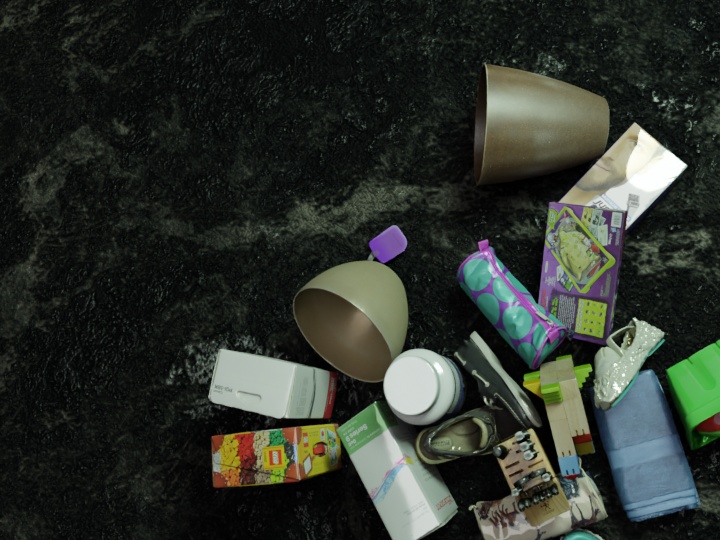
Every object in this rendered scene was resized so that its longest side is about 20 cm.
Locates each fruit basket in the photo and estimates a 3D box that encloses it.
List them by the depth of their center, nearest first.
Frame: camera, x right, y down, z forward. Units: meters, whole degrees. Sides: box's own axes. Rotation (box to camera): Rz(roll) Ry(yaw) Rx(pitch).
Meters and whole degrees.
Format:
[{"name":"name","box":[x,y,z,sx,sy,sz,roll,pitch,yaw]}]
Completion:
[{"name":"fruit basket","box":[0.552,0.199,0.943,0.210,0.156,0.221,-12,60,22]}]

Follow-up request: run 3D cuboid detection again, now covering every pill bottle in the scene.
[{"name":"pill bottle","box":[0.098,0.181,1.054,0.108,0.200,0.115,-3,78,17]}]

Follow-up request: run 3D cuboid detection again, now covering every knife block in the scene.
[{"name":"knife block","box":[0.225,0.257,0.957,0.063,0.201,0.178,-25,114,9]}]

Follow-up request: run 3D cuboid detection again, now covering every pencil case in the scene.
[{"name":"pencil case","box":[0.265,0.362,1.031,0.196,0.078,0.091,-25,61,11]},{"name":"pencil case","box":[0.238,0.053,1.075,0.084,0.094,0.201,-20,55,-28]}]

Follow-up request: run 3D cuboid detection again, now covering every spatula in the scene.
[{"name":"spatula","box":[0.000,0.000,1.214,0.199,0.020,0.057,-43,58,9]}]

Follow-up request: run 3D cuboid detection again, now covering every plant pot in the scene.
[{"name":"plant pot","box":[0.289,-0.230,1.097,0.194,0.187,0.193,3,80,4]},{"name":"plant pot","box":[0.004,0.064,1.131,0.197,0.203,0.135,27,53,20]}]

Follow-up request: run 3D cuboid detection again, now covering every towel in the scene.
[{"name":"towel","box":[0.420,0.260,1.017,0.109,0.048,0.206,-17,76,14]}]

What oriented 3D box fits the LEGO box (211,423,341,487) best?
[{"name":"LEGO box","box":[-0.130,0.297,1.106,0.145,0.200,0.080,-9,77,15]}]

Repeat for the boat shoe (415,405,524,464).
[{"name":"boat shoe","box":[0.182,0.252,1.050,0.195,0.065,0.075,-17,79,-15]}]

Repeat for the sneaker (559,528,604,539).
[{"name":"sneaker","box":[0.362,0.467,0.979,0.077,0.080,0.202,-37,71,8]}]

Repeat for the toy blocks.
[{"name":"toy blocks","box":[0.305,0.215,1.001,0.097,0.200,0.141,-14,90,16]}]

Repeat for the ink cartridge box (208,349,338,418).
[{"name":"ink cartridge box","box":[-0.137,0.190,1.128,0.143,0.200,0.085,9,81,18]}]

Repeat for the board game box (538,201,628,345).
[{"name":"board game box","box":[0.339,0.003,1.053,0.117,0.032,0.206,11,104,31]}]

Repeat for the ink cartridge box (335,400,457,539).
[{"name":"ink cartridge box","box":[0.061,0.315,1.070,0.087,0.145,0.203,-35,72,10]}]

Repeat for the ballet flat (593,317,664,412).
[{"name":"ballet flat","box":[0.378,0.131,0.997,0.071,0.198,0.074,23,127,34]}]

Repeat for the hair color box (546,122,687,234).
[{"name":"hair color box","box":[0.404,-0.119,1.086,0.200,0.065,0.109,-46,70,3]}]

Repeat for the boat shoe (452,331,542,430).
[{"name":"boat shoe","box":[0.208,0.179,1.058,0.060,0.074,0.201,-41,44,7]}]
